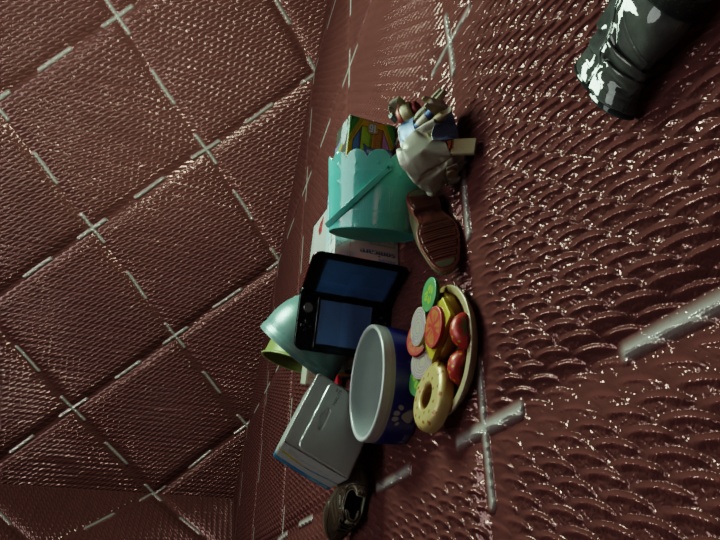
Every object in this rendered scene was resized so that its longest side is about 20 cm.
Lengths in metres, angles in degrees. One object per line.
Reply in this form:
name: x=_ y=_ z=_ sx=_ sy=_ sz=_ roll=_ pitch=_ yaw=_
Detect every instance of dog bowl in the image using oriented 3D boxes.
dog bowl: x=0.043 y=0.205 z=1.017 sx=0.200 sy=0.076 sz=0.208 roll=-170 pitch=89 yaw=-75

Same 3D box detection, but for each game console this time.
game console: x=-0.018 y=0.074 z=1.089 sx=0.118 sy=0.193 sz=0.179 roll=150 pitch=128 yaw=-71

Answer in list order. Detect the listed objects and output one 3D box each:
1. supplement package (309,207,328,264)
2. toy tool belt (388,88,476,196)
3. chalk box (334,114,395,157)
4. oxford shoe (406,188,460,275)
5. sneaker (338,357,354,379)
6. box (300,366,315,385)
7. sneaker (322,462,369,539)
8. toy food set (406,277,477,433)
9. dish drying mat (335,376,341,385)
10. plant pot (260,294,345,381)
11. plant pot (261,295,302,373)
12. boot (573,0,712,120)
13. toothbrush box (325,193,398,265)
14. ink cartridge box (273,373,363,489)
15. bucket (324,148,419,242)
supplement package: x=-0.052 y=-0.075 z=1.451 sx=0.200 sy=0.116 sz=0.126 roll=144 pitch=135 yaw=-68
toy tool belt: x=0.128 y=-0.234 z=0.942 sx=0.121 sy=0.124 sz=0.205 roll=-31 pitch=46 yaw=28
chalk box: x=0.003 y=-0.239 z=1.345 sx=0.124 sy=0.120 sz=0.208 roll=160 pitch=117 yaw=-71
oxford shoe: x=0.123 y=-0.053 z=0.934 sx=0.203 sy=0.068 sz=0.076 roll=-99 pitch=-1 yaw=-49
sneaker: x=-0.017 y=0.195 z=1.283 sx=0.199 sy=0.074 sz=0.095 roll=-25 pitch=49 yaw=63
box: x=-0.104 y=0.210 z=1.530 sx=0.078 sy=0.092 sz=0.208 roll=151 pitch=128 yaw=-72
sneaker: x=-0.033 y=0.486 z=1.136 sx=0.076 sy=0.068 sz=0.206 roll=-98 pitch=23 yaw=-65
toy food set: x=0.116 y=0.121 z=0.853 sx=0.200 sy=0.047 sz=0.205 roll=-107 pitch=29 yaw=-59
dish drying mat: x=-0.064 y=0.210 z=1.405 sx=0.078 sy=0.018 sz=0.206 roll=-111 pitch=17 yaw=-56
plant pot: x=-0.098 y=0.126 z=1.212 sx=0.136 sy=0.199 sz=0.200 roll=-52 pitch=14 yaw=-6
plant pot: x=-0.173 y=0.186 z=1.676 sx=0.200 sy=0.195 sz=0.196 roll=139 pitch=151 yaw=-66
boot: x=0.249 y=-0.257 z=0.556 sx=0.133 sy=0.067 sz=0.205 roll=110 pitch=166 yaw=-51
toothbrush box: x=0.002 y=-0.086 z=1.212 sx=0.086 sy=0.141 sz=0.207 roll=127 pitch=149 yaw=-59
ink cartridge box: x=-0.076 y=0.333 z=1.150 sx=0.149 sy=0.143 sz=0.201 roll=-60 pitch=0 yaw=-28
bucket: x=0.026 y=-0.134 z=1.071 sx=0.207 sy=0.200 sz=0.140 roll=165 pitch=110 yaw=-73
